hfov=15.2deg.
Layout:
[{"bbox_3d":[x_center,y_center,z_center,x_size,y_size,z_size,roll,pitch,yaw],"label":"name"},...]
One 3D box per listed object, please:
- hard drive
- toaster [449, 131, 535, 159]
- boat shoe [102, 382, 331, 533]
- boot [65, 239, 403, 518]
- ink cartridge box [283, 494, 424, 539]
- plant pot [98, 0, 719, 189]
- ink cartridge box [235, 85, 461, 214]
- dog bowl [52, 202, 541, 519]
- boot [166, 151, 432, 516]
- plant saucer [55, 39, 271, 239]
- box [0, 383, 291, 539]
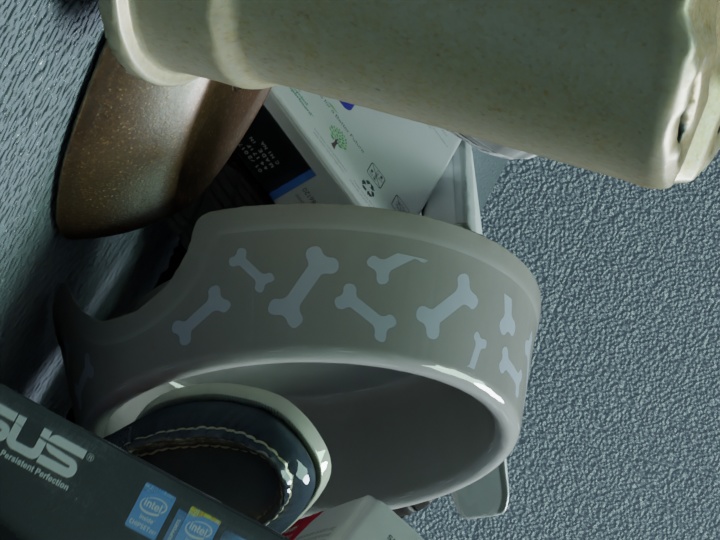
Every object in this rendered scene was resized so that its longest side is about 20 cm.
[{"bbox_3d":[0.047,0.018,1.251,0.200,0.026,0.133,-86,168,-75],"label":"hard drive"},{"bbox_3d":[0.052,-0.136,1.133,0.114,0.200,0.129,-58,-170,-29],"label":"toaster"},{"bbox_3d":[-0.096,0.096,1.022,0.199,0.075,0.062,-16,-163,38],"label":"boat shoe"},{"bbox_3d":[-0.043,0.081,1.255,0.079,0.158,0.212,-5,-136,43],"label":"boot"},{"bbox_3d":[-0.047,0.194,1.061,0.200,0.083,0.145,-50,-174,-18],"label":"ink cartridge box"},{"bbox_3d":[0.045,-0.121,0.862,0.201,0.183,0.201,-57,161,-31],"label":"plant pot"},{"bbox_3d":[0.002,-0.084,1.213,0.039,0.100,0.200,-30,-165,31],"label":"ink cartridge box"},{"bbox_3d":[-0.025,0.043,1.076,0.200,0.199,0.059,107,-16,-63],"label":"dog bowl"},{"bbox_3d":[0.000,0.000,1.226,0.070,0.201,0.132,-17,-161,32],"label":"boot"},{"bbox_3d":[-0.053,-0.094,1.031,0.201,0.037,0.200,-62,175,-9],"label":"plant saucer"},{"bbox_3d":[-0.097,0.138,0.877,0.162,0.200,0.049,-61,-162,-8],"label":"box"}]
